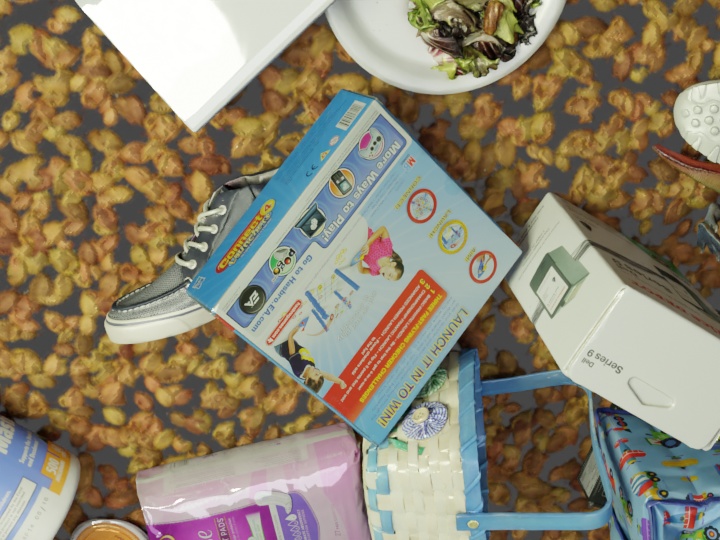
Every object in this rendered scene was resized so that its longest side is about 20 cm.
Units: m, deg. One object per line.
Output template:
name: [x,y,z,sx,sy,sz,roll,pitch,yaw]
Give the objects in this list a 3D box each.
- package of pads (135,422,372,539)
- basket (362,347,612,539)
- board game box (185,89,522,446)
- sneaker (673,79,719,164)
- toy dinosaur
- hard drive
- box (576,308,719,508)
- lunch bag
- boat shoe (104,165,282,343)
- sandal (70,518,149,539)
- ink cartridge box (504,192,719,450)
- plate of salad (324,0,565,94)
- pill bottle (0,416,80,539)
package of pads: [-0.087,0.211,1.154,0.198,0.076,0.121,-13,112,-3]
basket: [0.101,0.152,1.102,0.198,0.177,0.140,-3,123,2]
board game box: [0.000,0.000,1.033,0.196,0.056,0.200,42,82,-33]
sneaker: [0.355,-0.123,1.080,0.198,0.081,0.077,8,117,10]
toy dinosaur: [0.373,-0.066,1.100,0.181,0.105,0.201,-35,103,-15]
hard drive: [-0.093,-0.218,0.970,0.200,0.025,0.132,-41,95,11]
box: [0.307,0.135,1.197,0.159,0.044,0.201,16,110,-14]
lunch bag: [0.257,0.236,1.127,0.093,0.151,0.201,-4,114,-6]
boat shoe: [-0.119,-0.017,1.054,0.199,0.075,0.093,-22,112,-9]
sandal: [-0.226,0.318,1.188,0.079,0.059,0.208,4,113,-11]
ink cartridge box: [0.209,0.036,1.052,0.145,0.200,0.084,28,106,-19]
plate of salad: [0.067,-0.227,0.998,0.198,0.048,0.202,-3,114,-8]
pill bottle: [-0.337,0.155,1.069,0.199,0.112,0.112,33,105,-21]
